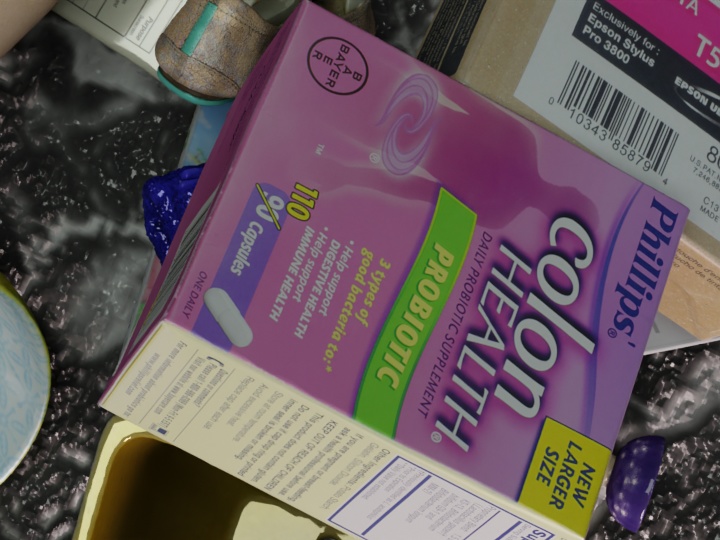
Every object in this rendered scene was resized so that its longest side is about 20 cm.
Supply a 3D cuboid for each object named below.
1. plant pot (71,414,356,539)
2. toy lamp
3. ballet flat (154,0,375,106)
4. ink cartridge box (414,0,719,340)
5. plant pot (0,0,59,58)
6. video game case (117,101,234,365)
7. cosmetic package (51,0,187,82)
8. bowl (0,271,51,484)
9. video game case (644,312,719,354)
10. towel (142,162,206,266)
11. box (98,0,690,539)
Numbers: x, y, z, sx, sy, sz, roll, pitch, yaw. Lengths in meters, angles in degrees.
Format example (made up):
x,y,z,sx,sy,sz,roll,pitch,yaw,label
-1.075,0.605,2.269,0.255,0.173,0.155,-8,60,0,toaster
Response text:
x,y,z,sx,sy,sz,roll,pitch,yaw,label
-0.036,0.183,1.199,0.194,0.200,0.195,17,93,7,plant pot
0.054,0.082,1.261,0.199,0.058,0.059,19,93,5,toy lamp
-0.032,-0.132,1.195,0.068,0.200,0.067,29,116,10,ballet flat
0.134,-0.090,1.160,0.199,0.075,0.165,33,65,-18,ink cartridge box
-0.192,-0.182,1.154,0.199,0.187,0.188,-31,87,-6,plant pot
0.000,0.000,1.184,0.199,0.022,0.183,20,60,-9,video game case
-0.144,-0.185,1.266,0.200,0.087,0.104,35,94,7,cosmetic package
-0.268,0.037,1.262,0.200,0.200,0.108,-34,44,6,bowl
0.158,-0.063,1.231,0.142,0.018,0.201,-10,90,-25,video game case
0.011,-0.008,1.150,0.199,0.050,0.148,-18,72,-27,towel
0.017,0.015,1.060,0.199,0.097,0.177,28,58,-9,box
